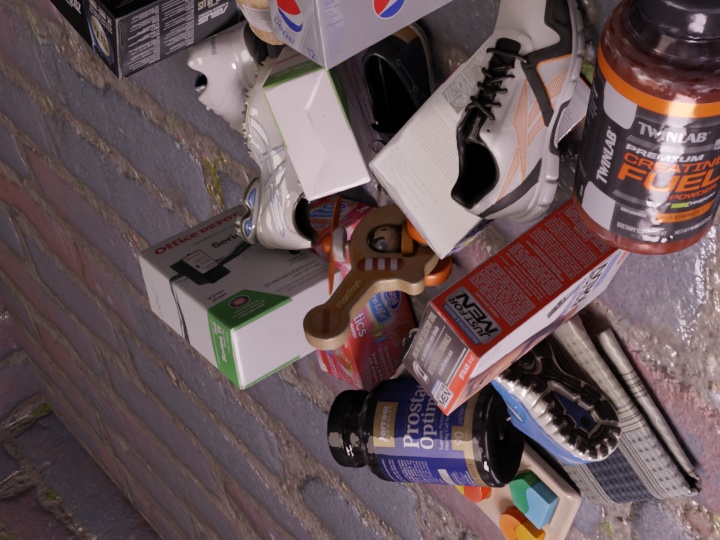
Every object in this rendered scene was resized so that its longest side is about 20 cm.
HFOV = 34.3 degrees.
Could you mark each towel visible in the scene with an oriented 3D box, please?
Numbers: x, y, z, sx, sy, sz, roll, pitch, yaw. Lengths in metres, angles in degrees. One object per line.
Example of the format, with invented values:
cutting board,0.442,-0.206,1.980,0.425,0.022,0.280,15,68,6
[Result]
towel,0.222,0.136,1.126,0.201,0.034,0.192,55,158,1

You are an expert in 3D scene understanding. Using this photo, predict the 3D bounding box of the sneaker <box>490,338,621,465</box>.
sneaker,0.149,0.106,1.087,0.201,0.078,0.089,50,155,13

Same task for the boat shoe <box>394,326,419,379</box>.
boat shoe,0.088,0.077,1.258,0.073,0.061,0.200,14,154,-8

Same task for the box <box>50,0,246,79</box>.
box,-0.209,-0.313,1.189,0.164,0.199,0.087,46,152,21

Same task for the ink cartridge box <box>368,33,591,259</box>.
ink cartridge box,0.108,-0.115,0.985,0.200,0.050,0.109,-45,77,31

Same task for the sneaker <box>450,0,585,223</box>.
sneaker,0.116,-0.132,0.889,0.073,0.079,0.203,21,111,50

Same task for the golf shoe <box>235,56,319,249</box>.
golf shoe,-0.071,-0.118,1.210,0.096,0.078,0.203,15,113,28

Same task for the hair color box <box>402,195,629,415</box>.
hair color box,0.133,0.020,0.945,0.064,0.199,0.111,48,154,17

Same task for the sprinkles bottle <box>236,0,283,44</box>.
sprinkles bottle,-0.088,-0.267,1.086,0.069,0.068,0.200,55,-179,5

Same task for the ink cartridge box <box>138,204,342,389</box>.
ink cartridge box,-0.129,0.022,1.265,0.199,0.146,0.084,32,140,43

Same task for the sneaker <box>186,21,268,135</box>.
sneaker,-0.132,-0.196,1.275,0.201,0.086,0.075,75,-170,-58

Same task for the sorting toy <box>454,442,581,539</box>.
sorting toy,0.163,0.247,1.342,0.185,0.036,0.201,44,152,27

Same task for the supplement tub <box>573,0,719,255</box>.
supplement tub,0.204,-0.112,0.776,0.107,0.106,0.201,41,151,31

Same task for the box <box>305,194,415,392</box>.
box,-0.013,0.025,1.341,0.099,0.095,0.202,22,137,53

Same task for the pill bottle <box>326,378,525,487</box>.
pill bottle,0.068,0.173,1.257,0.198,0.112,0.113,-3,121,30

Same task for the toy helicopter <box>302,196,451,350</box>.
toy helicopter,0.000,0.000,1.165,0.131,0.200,0.079,23,143,23

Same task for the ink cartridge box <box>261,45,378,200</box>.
ink cartridge box,-0.032,-0.161,1.133,0.200,0.067,0.118,-82,-28,-66

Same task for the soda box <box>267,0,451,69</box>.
soda box,0.027,-0.227,0.857,0.068,0.199,0.064,37,149,38

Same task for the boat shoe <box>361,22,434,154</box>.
boat shoe,0.043,-0.132,1.086,0.074,0.062,0.202,10,130,33
